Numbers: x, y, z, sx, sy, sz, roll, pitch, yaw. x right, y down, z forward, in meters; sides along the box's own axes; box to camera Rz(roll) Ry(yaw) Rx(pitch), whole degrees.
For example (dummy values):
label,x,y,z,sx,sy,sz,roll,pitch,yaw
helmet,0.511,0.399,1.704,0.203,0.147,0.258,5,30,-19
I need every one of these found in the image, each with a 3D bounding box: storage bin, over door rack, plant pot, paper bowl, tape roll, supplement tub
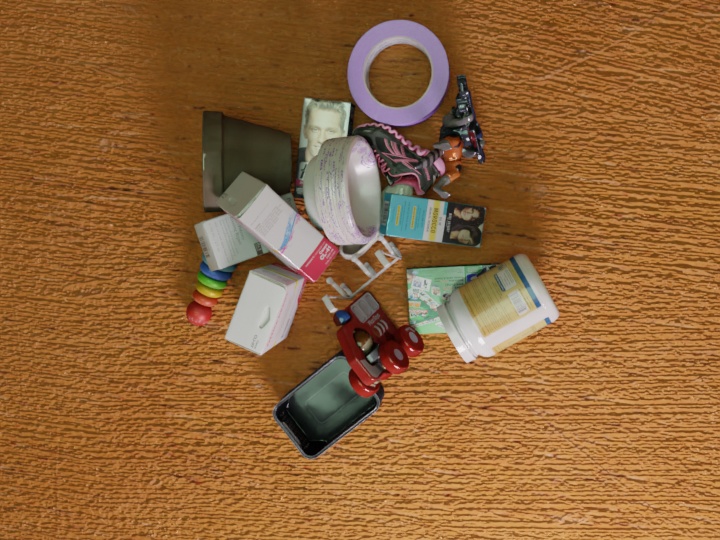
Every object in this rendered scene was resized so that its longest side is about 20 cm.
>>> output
label,x,y,z,sx,sy,sz,roll,pitch,yaw
storage bin,-0.064,0.270,1.702,0.200,0.094,0.135,-39,89,9
over door rack,0.000,0.000,1.613,0.148,0.200,0.067,-41,88,11
plant pot,-0.225,-0.214,1.647,0.172,0.200,0.202,0,95,-8
paper bowl,-0.038,-0.148,1.561,0.104,0.200,0.202,-2,95,21
tape roll,0.076,-0.385,1.640,0.198,0.066,0.202,1,95,9
supplement tub,0.260,0.074,1.584,0.199,0.145,0.145,-30,90,9

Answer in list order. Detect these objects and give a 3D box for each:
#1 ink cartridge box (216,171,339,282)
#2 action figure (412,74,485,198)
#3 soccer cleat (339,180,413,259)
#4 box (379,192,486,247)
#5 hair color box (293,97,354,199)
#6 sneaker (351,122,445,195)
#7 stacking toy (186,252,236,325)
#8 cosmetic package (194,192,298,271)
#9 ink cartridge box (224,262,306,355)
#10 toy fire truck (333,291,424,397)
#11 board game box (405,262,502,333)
label,x,y,z,sx,sy,sz,roll,pitch,yaw
ink cartridge box,-0.155,-0.081,1.548,0.086,0.147,0.200,-49,120,-6
action figure,0.170,-0.265,1.582,0.104,0.194,0.201,0,129,24
soccer cleat,0.033,-0.097,1.664,0.069,0.078,0.200,42,99,2
box,0.141,-0.098,1.626,0.198,0.049,0.083,6,96,-16
hair color box,-0.073,-0.240,1.675,0.099,0.061,0.202,7,95,7
sneaker,0.064,-0.215,1.636,0.199,0.079,0.096,28,71,6
stacking toy,-0.307,0.024,1.725,0.085,0.085,0.201,24,102,5
cosmetic package,-0.217,-0.077,1.652,0.199,0.074,0.102,-23,97,-25
ink cartridge box,-0.182,0.070,1.646,0.083,0.200,0.146,22,97,5
toy fire truck,0.018,0.137,1.628,0.112,0.200,0.168,-41,87,30
board game box,0.194,0.057,1.679,0.198,0.029,0.136,-3,96,8
